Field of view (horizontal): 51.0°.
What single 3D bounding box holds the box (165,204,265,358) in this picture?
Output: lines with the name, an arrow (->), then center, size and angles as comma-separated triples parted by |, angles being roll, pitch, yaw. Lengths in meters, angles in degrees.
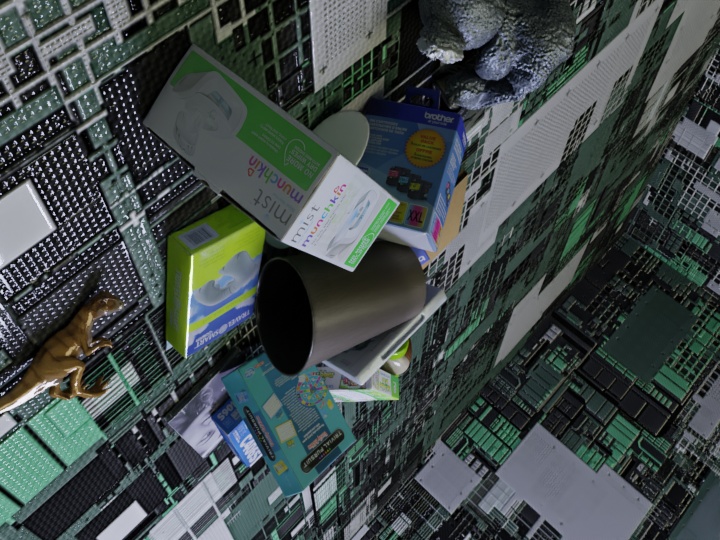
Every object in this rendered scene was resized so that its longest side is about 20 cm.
box -> -0.183, 0.019, 0.939 | 0.121, 0.047, 0.203 | -33, 150, -39

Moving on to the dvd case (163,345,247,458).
dvd case -> -0.224, 0.214, 1.197 | 0.149, 0.016, 0.201 | -46, 158, -18

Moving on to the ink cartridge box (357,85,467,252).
ink cartridge box -> 0.060, -0.143, 1.006 | 0.076, 0.133, 0.204 | 55, 50, -67

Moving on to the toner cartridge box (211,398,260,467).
toner cartridge box -> -0.185, 0.257, 1.264 | 0.095, 0.043, 0.201 | -46, 159, -20

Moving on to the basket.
basket -> -0.021, 0.037, 1.001 | 0.197, 0.137, 0.182 | -16, 152, -33

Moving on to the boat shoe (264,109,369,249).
boat shoe -> -0.057, -0.117, 0.974 | 0.202, 0.070, 0.070 | -58, -178, 6

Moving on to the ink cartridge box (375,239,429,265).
ink cartridge box -> 0.000, 0.000, 1.126 | 0.198, 0.045, 0.094 | -34, 138, 3

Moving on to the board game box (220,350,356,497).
board game box -> -0.108, 0.217, 1.164 | 0.046, 0.203, 0.150 | -28, -179, 38

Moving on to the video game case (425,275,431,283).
video game case -> 0.069, 0.103, 1.613 | 0.198, 0.018, 0.145 | -30, 149, -44

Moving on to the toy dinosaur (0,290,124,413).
toy dinosaur -> -0.327, 0.105, 0.795 | 0.201, 0.060, 0.107 | -50, 135, -20

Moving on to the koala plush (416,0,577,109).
koala plush -> 0.151, -0.318, 0.948 | 0.197, 0.182, 0.182 | 15, 88, -39

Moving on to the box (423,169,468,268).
box -> 0.145, -0.083, 1.474 | 0.163, 0.021, 0.202 | -43, 156, -22

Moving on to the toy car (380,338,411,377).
toy car -> 0.037, 0.084, 1.419 | 0.165, 0.154, 0.204 | 99, 8, -63

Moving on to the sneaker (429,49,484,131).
sneaker -> 0.172, -0.293, 1.134 | 0.201, 0.076, 0.114 | -51, 165, 12

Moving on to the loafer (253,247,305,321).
loafer -> -0.090, -0.017, 1.047 | 0.202, 0.063, 0.072 | -57, 158, 12

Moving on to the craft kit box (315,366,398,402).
craft kit box -> -0.046, 0.203, 1.328 | 0.200, 0.192, 0.050 | 42, 48, -69

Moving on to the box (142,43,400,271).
box -> -0.084, -0.103, 0.745 | 0.098, 0.199, 0.176 | -53, 157, 5

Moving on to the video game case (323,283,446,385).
video game case -> 0.011, 0.075, 1.137 | 0.182, 0.199, 0.024 | -44, 117, -16
